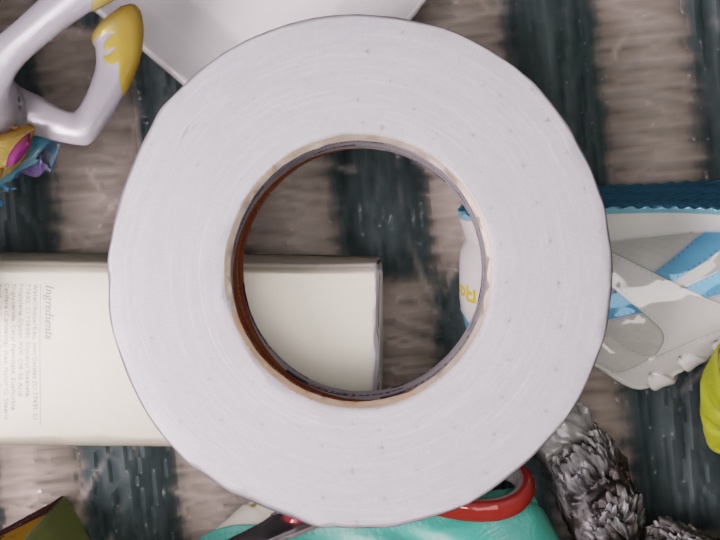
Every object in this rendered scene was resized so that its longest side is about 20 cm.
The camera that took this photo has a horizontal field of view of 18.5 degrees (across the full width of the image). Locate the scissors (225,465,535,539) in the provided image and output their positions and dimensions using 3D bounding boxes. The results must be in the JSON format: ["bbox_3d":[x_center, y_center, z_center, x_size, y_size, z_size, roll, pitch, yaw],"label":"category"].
[{"bbox_3d":[-0.019,0.099,0.942,0.198,0.073,0.014,-13,127,-11],"label":"scissors"}]

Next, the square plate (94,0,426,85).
[{"bbox_3d":[-0.045,-0.181,0.960,0.200,0.028,0.199,39,93,-1],"label":"square plate"}]

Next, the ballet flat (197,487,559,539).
[{"bbox_3d":[-0.010,0.125,0.967,0.198,0.068,0.071,-3,57,-1],"label":"ballet flat"}]

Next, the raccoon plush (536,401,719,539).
[{"bbox_3d":[0.172,0.125,0.948,0.133,0.097,0.201,-24,93,-5],"label":"raccoon plush"}]

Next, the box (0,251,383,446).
[{"bbox_3d":[-0.089,0.033,0.955,0.198,0.068,0.083,2,94,1],"label":"box"}]

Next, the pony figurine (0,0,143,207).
[{"bbox_3d":[-0.191,-0.083,0.899,0.192,0.167,0.201,32,81,13],"label":"pony figurine"}]

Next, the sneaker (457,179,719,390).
[{"bbox_3d":[0.142,0.007,0.950,0.198,0.077,0.082,0,102,8],"label":"sneaker"}]

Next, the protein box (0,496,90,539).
[{"bbox_3d":[-0.146,0.225,0.903,0.134,0.200,0.200,-29,93,3],"label":"protein box"}]

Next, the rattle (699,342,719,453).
[{"bbox_3d":[0.244,0.084,0.895,0.199,0.143,0.131,19,114,-18],"label":"rattle"}]

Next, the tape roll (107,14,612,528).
[{"bbox_3d":[0.000,0.000,0.885,0.198,0.066,0.202,0,90,1],"label":"tape roll"}]
